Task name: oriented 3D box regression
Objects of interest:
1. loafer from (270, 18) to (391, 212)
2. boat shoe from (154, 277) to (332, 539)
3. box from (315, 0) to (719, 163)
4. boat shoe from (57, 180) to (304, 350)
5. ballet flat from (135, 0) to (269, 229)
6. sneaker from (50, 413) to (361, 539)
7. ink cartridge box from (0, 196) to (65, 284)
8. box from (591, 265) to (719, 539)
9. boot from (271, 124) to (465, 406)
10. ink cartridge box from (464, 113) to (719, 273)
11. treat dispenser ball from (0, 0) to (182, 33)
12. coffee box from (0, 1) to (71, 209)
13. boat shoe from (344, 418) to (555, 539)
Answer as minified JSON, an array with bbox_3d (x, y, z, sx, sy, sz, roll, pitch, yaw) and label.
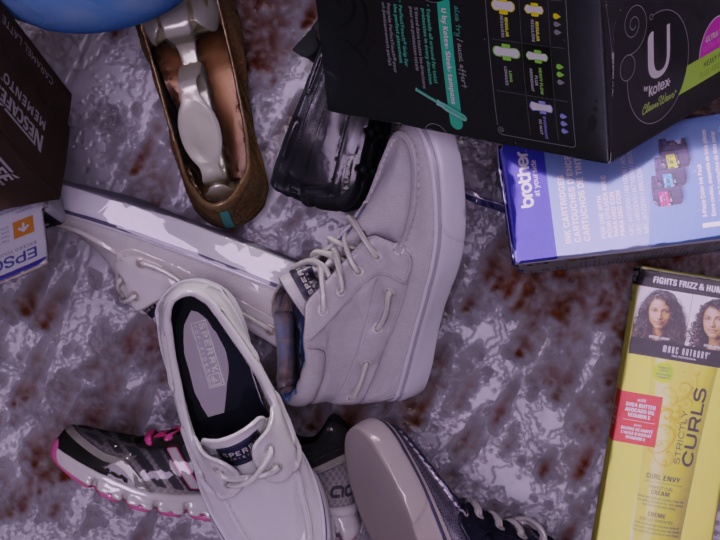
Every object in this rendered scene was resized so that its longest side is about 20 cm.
[{"bbox_3d":[-0.008,-0.137,1.166,0.070,0.068,0.201,13,88,20],"label":"loafer"},{"bbox_3d":[-0.074,0.101,1.108,0.073,0.065,0.200,-26,92,1],"label":"boat shoe"},{"bbox_3d":[0.094,-0.154,1.061,0.200,0.148,0.125,14,121,37],"label":"box"},{"bbox_3d":[-0.125,-0.001,1.185,0.200,0.071,0.070,20,93,0],"label":"boat shoe"},{"bbox_3d":[-0.105,-0.124,1.176,0.068,0.072,0.201,-12,89,5],"label":"ballet flat"},{"bbox_3d":[-0.091,0.111,1.179,0.199,0.074,0.088,11,92,1],"label":"sneaker"},{"bbox_3d":[-0.282,-0.037,1.162,0.199,0.041,0.200,-21,54,8],"label":"ink cartridge box"},{"bbox_3d":[0.189,0.101,1.157,0.075,0.050,0.201,10,92,5],"label":"box"},{"bbox_3d":[0.000,0.000,1.119,0.095,0.074,0.200,-7,123,-23],"label":"boot"},{"bbox_3d":[0.155,-0.043,1.115,0.199,0.136,0.077,-9,86,6],"label":"ink cartridge box"},{"bbox_3d":[-0.163,-0.239,1.092,0.200,0.201,0.201,0,91,6],"label":"treat dispenser ball"},{"bbox_3d":[-0.284,-0.086,1.095,0.199,0.114,0.080,-10,56,18],"label":"coffee box"},{"bbox_3d":[0.070,0.168,1.155,0.093,0.075,0.200,-28,95,-26],"label":"boat shoe"}]
